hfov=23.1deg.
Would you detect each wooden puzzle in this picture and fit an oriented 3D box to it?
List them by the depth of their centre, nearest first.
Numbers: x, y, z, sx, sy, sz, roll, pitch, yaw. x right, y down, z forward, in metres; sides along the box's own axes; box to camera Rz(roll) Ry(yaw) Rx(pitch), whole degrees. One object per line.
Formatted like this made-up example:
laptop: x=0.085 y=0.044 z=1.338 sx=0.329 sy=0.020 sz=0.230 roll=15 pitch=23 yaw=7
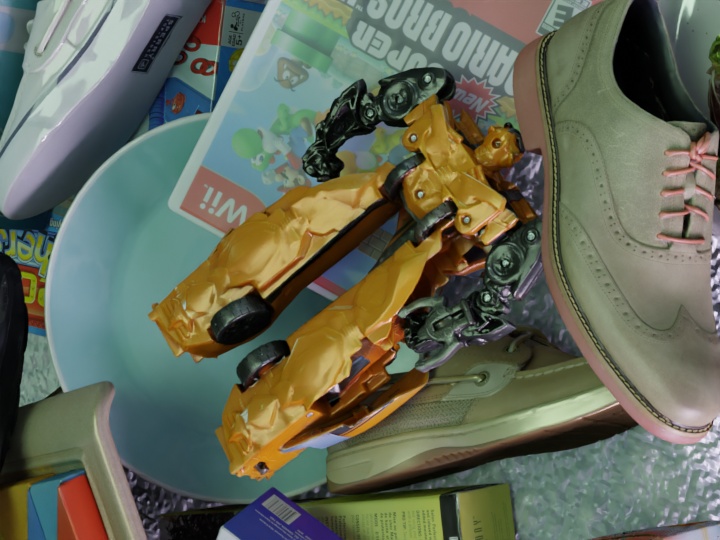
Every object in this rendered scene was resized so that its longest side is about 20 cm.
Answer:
wooden puzzle: x=-0.146 y=0.166 z=0.899 sx=0.185 sy=0.037 sz=0.202 roll=-19 pitch=86 yaw=59

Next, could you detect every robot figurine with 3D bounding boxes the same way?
robot figurine: x=0.000 y=0.000 z=0.824 sx=0.200 sy=0.058 sz=0.146 roll=-38 pitch=65 yaw=15

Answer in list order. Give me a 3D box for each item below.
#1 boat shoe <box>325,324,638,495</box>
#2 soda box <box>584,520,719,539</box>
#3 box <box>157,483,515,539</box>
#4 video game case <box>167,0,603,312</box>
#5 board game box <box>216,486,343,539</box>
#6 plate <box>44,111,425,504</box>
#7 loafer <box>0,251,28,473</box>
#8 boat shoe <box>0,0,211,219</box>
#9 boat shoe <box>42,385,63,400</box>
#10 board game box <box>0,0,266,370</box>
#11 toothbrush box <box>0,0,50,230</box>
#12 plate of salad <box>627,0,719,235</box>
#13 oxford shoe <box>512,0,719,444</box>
boat shoe: x=0.063 y=0.055 z=0.830 sx=0.199 sy=0.072 sz=0.066 roll=-20 pitch=73 yaw=34
soda box: x=0.139 y=0.215 z=0.773 sx=0.063 sy=0.068 sz=0.202 roll=-14 pitch=81 yaw=36
box: x=-0.014 y=0.153 z=0.901 sx=0.199 sy=0.050 sz=0.076 roll=-11 pitch=84 yaw=36
video game case: x=0.011 y=-0.083 z=0.855 sx=0.142 sy=0.017 sz=0.201 roll=29 pitch=107 yaw=0
board game box: x=0.003 y=0.217 z=0.844 sx=0.199 sy=0.045 sz=0.135 roll=34 pitch=125 yaw=18
plate: x=-0.063 y=0.019 z=0.907 sx=0.198 sy=0.026 sz=0.202 roll=0 pitch=93 yaw=2
loafer: x=-0.210 y=0.088 z=0.912 sx=0.067 sy=0.070 sz=0.202 roll=12 pitch=89 yaw=9
boat shoe: x=-0.140 y=-0.119 z=0.910 sx=0.066 sy=0.072 sz=0.201 roll=43 pitch=112 yaw=21
boat shoe: x=-0.184 y=0.131 z=1.021 sx=0.201 sy=0.072 sz=0.066 roll=-46 pitch=75 yaw=27
board game box: x=-0.142 y=-0.058 z=0.994 sx=0.199 sy=0.056 sz=0.198 roll=9 pitch=95 yaw=36
toothbrush box: x=-0.243 y=-0.104 z=0.912 sx=0.085 sy=0.199 sz=0.148 roll=24 pitch=103 yaw=34
plate of salad: x=0.197 y=-0.101 z=0.745 sx=0.199 sy=0.048 sz=0.202 roll=0 pitch=90 yaw=36
oxford shoe: x=0.120 y=-0.028 z=0.750 sx=0.075 sy=0.070 sz=0.202 roll=-37 pitch=61 yaw=44
